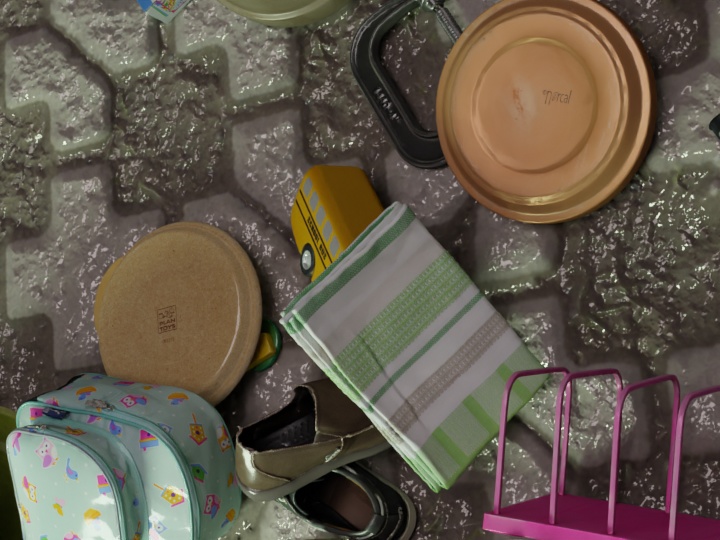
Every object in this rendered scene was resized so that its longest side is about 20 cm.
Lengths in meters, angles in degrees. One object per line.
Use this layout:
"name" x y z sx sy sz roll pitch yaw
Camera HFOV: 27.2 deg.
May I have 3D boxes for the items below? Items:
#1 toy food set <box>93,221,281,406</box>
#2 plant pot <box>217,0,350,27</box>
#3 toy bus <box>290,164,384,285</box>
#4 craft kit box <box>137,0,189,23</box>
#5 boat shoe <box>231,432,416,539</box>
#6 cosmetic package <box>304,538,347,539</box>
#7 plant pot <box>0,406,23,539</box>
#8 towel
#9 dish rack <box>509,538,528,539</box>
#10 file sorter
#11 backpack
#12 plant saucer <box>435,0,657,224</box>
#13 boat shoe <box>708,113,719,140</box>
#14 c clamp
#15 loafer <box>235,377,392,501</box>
"toy food set" -0.174 0.052 1.438 0.200 0.049 0.198 -30 67 21
"plant pot" -0.096 -0.333 1.373 0.200 0.173 0.201 1 93 19
"toy bus" 0.000 0.000 1.301 0.078 0.065 0.200 -66 34 36
"craft kit box" -0.190 -0.394 1.543 0.197 0.048 0.200 -43 62 19
"boat shoe" -0.046 0.186 1.325 0.200 0.068 0.072 23 97 34
"cosmetic package" 0.041 0.295 1.248 0.200 0.071 0.105 6 84 31
"plant pot" -0.401 0.261 1.460 0.184 0.200 0.201 -36 64 32
"towel" 0.049 0.061 1.220 0.149 0.031 0.200 -44 98 -17
"dish rack" 0.146 0.313 1.125 0.171 0.044 0.200 19 112 -4
"file sorter" 0.216 0.143 1.127 0.200 0.139 0.126 5 92 31
"backpack" -0.215 0.192 1.361 0.200 0.153 0.176 1 106 24
"plant saucer" 0.153 -0.140 1.273 0.200 0.032 0.201 2 93 29
"boat shoe" 0.323 -0.051 1.155 0.066 0.074 0.200 -28 67 25
"c clamp" 0.080 -0.185 1.356 0.171 0.027 0.200 -46 63 20
"loafer" -0.022 0.127 1.283 0.200 0.071 0.073 -32 49 -10
